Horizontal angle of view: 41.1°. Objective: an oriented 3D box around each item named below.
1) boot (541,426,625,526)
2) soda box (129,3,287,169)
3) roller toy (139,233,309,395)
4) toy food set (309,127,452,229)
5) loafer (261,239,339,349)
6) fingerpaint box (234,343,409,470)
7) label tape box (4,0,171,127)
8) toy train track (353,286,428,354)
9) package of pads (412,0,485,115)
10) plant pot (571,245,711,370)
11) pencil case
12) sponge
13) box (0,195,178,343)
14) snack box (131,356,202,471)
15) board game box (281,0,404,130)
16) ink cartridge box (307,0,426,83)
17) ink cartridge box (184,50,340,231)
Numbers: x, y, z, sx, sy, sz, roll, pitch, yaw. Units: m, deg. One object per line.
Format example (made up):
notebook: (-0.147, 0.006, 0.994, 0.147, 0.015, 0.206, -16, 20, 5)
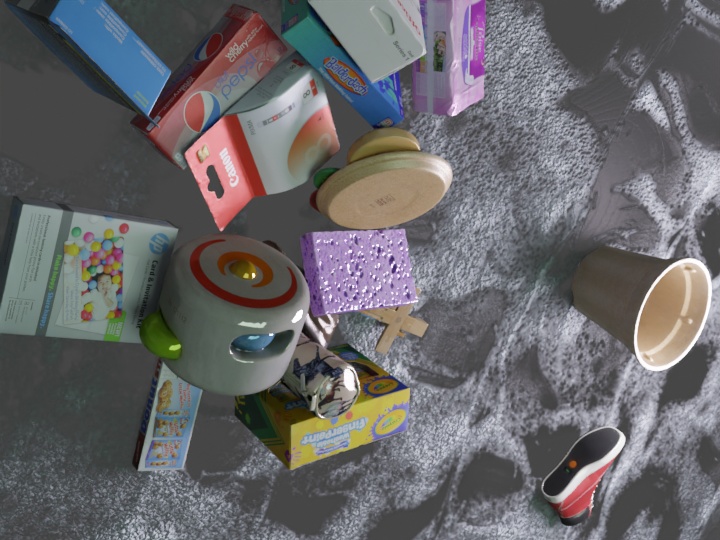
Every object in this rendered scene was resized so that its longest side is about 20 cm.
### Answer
boot: (0.457, 0.411, 1.906, 0.199, 0.072, 0.145, -41, 128, -6)
soda box: (-0.183, -0.224, 1.166, 0.201, 0.063, 0.070, -51, 129, -8)
roller toy: (-0.158, 0.046, 1.192, 0.180, 0.201, 0.141, 23, 121, 1)
toy food set: (0.027, -0.115, 1.307, 0.198, 0.197, 0.049, 13, 56, -47)
loafer: (-0.091, 0.026, 1.342, 0.071, 0.072, 0.201, -50, 133, -25)
fingerpaint box: (-0.056, 0.185, 1.363, 0.197, 0.166, 0.075, -12, 116, -32)
label tape box: (-0.274, -0.238, 1.002, 0.064, 0.199, 0.144, -50, 130, -8)
toy train track: (0.019, 0.056, 1.457, 0.198, 0.033, 0.116, 23, 101, -35)
package of pads: (0.123, -0.326, 1.326, 0.120, 0.075, 0.203, -36, 131, -49)
plant pot: (0.482, 0.046, 1.697, 0.198, 0.183, 0.204, -15, 117, -31)
pencil case: (-0.094, 0.121, 1.295, 0.089, 0.199, 0.079, 7, 109, -51)
sponge: (0.000, 0.000, 1.365, 0.198, 0.030, 0.114, -4, 83, -48)
box: (-0.333, 0.004, 1.163, 0.198, 0.041, 0.159, 9, 104, -40)
snack box: (-0.253, 0.175, 1.303, 0.071, 0.024, 0.203, 6, 104, -39)
board game box: (-0.022, -0.290, 1.208, 0.045, 0.154, 0.199, -27, 136, 26)
ink cartridge box: (0.005, -0.351, 1.162, 0.083, 0.202, 0.146, -25, 133, 23)
ink cartridge box: (-0.116, -0.153, 1.210, 0.200, 0.050, 0.163, -48, 151, -20)
